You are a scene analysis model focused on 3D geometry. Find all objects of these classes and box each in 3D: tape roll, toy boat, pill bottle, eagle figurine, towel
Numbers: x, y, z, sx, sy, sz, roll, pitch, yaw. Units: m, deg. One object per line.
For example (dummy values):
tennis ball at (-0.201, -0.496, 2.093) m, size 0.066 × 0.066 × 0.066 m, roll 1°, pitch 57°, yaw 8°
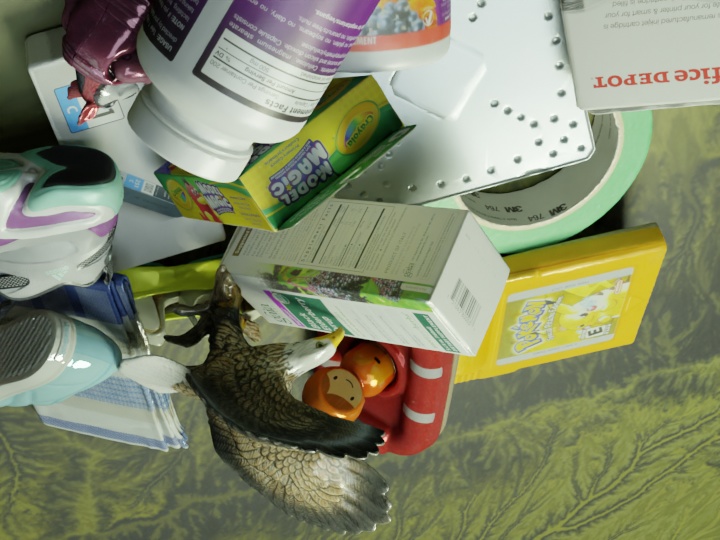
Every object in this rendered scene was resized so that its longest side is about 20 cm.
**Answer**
tape roll at (0.135, -0.105, 1.109) m, size 0.200 × 0.048 × 0.201 m, roll -10°, pitch 132°, yaw -11°
toy boat at (0.002, 0.084, 1.148) m, size 0.131 × 0.130 × 0.200 m, roll -39°, pitch 146°, yaw -41°
pill bottle at (-0.055, -0.154, 0.795) m, size 0.112 × 0.112 × 0.200 m, roll 21°, pitch 113°, yaw -33°
eagle figurine at (-0.066, 0.096, 0.995) m, size 0.152 × 0.200 × 0.151 m, roll 5°, pitch 138°, yaw -45°
towel at (-0.225, 0.067, 1.101) m, size 0.147 × 0.024 × 0.200 m, roll 8°, pitch 136°, yaw 21°
pill bottle at (0.003, -0.237, 0.881) m, size 0.111 × 0.111 × 0.200 m, roll -8°, pitch 113°, yaw -13°

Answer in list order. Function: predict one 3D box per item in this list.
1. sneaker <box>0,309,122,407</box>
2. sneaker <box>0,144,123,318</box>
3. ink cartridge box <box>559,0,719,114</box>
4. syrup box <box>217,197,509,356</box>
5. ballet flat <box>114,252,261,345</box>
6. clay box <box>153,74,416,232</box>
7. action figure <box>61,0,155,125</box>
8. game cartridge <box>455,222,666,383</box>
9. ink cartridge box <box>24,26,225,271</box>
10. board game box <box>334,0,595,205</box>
sneaker at (-0.260, 0.081, 1.062) m, size 0.082 × 0.074 × 0.200 m, roll 25°, pitch 157°, yaw -39°
sneaker at (-0.272, -0.025, 0.980) m, size 0.200 × 0.078 × 0.140 m, roll 10°, pitch 126°, yaw 2°
ink cartridge box at (0.211, -0.219, 0.939) m, size 0.146 × 0.084 × 0.200 m, roll -1°, pitch 120°, yaw 23°
syrup box at (0.000, 0.000, 1.016) m, size 0.200 × 0.082 × 0.079 m, roll 6°, pitch 151°, yaw 37°
ballet flat at (-0.148, 0.025, 1.098) m, size 0.200 × 0.067 × 0.067 m, roll -8°, pitch 155°, yaw -14°
clay box at (-0.054, -0.080, 0.920) m, size 0.115 × 0.200 × 0.048 m, roll -41°, pitch 110°, yaw -18°
action figure at (-0.135, -0.172, 0.858) m, size 0.200 × 0.134 × 0.149 m, roll -56°, pitch 169°, yaw 19°
game cartridge at (0.161, 0.036, 1.221) m, size 0.200 × 0.032 × 0.176 m, roll -14°, pitch 149°, yaw -9°
ink cartridge box at (-0.131, -0.106, 1.013) m, size 0.176 × 0.045 × 0.200 m, roll -18°, pitch 133°, yaw -3°
board game box at (0.056, -0.148, 1.006) m, size 0.200 × 0.026 × 0.200 m, roll -15°, pitch 119°, yaw 5°
